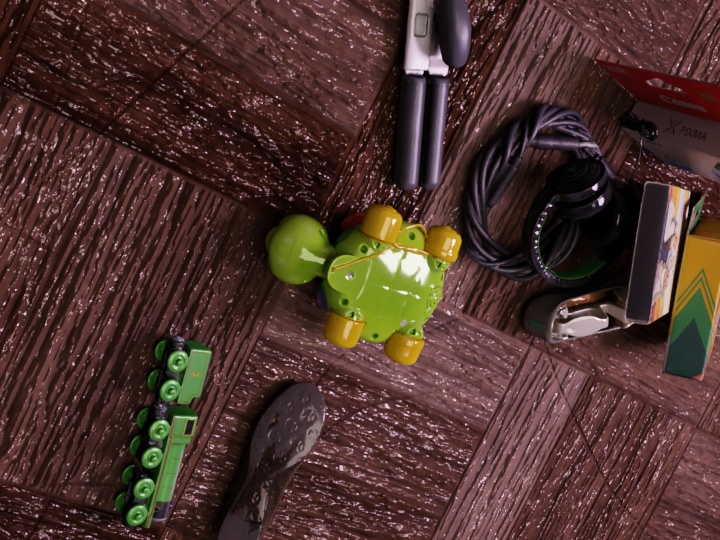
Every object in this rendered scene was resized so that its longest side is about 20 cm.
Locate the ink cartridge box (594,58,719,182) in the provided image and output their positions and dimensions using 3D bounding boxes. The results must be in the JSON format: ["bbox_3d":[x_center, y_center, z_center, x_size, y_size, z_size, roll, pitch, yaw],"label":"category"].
[{"bbox_3d":[0.354,-0.150,1.101,0.175,0.200,0.045,30,93,-31],"label":"ink cartridge box"}]

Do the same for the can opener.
[{"bbox_3d":[0.071,-0.177,1.024,0.053,0.067,0.203,-4,107,-25],"label":"can opener"}]

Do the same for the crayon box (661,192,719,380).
[{"bbox_3d":[0.411,0.016,1.233,0.127,0.050,0.203,-28,126,-62],"label":"crayon box"}]

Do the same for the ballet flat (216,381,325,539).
[{"bbox_3d":[-0.095,0.210,1.081,0.067,0.046,0.202,24,89,0],"label":"ballet flat"}]

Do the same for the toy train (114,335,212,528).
[{"bbox_3d":[-0.193,0.161,1.015,0.056,0.042,0.203,8,102,-40],"label":"toy train"}]

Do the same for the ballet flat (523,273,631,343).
[{"bbox_3d":[0.285,0.051,1.210,0.197,0.064,0.068,-10,110,-25],"label":"ballet flat"}]

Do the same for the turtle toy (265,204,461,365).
[{"bbox_3d":[0.000,0.000,1.025,0.198,0.101,0.148,18,98,-30],"label":"turtle toy"}]

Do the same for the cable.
[{"bbox_3d":[0.192,-0.083,1.127,0.199,0.051,0.164,-38,119,-11],"label":"cable"}]

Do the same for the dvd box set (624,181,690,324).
[{"bbox_3d":[0.332,-0.021,1.140,0.199,0.029,0.149,-4,102,-67],"label":"dvd box set"}]

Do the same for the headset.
[{"bbox_3d":[0.249,-0.080,1.109,0.123,0.094,0.201,33,100,-32],"label":"headset"}]
